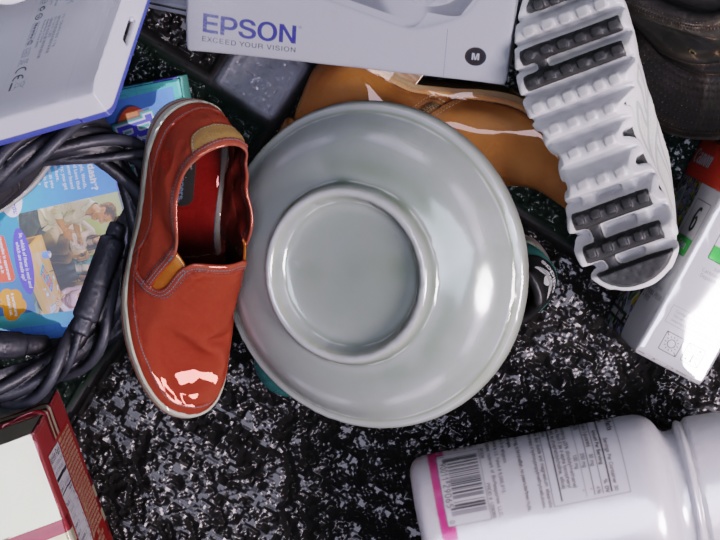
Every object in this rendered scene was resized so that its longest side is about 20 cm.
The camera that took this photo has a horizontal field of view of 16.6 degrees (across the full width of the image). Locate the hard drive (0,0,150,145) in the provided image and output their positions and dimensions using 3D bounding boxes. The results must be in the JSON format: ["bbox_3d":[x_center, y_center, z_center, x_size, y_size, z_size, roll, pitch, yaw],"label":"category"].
[{"bbox_3d":[-0.222,-0.120,1.463,0.199,0.132,0.025,-13,133,25],"label":"hard drive"}]

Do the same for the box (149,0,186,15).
[{"bbox_3d":[-0.110,-0.220,1.490,0.199,0.060,0.117,13,125,-1],"label":"box"}]

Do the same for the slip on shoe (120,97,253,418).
[{"bbox_3d":[-0.099,-0.001,1.473,0.074,0.061,0.201,-7,114,-31],"label":"slip on shoe"}]

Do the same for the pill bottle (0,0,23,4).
[{"bbox_3d":[-0.273,-0.215,1.445,0.200,0.114,0.115,15,98,35],"label":"pill bottle"}]

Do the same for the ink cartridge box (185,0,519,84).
[{"bbox_3d":[-0.001,-0.210,1.420,0.199,0.041,0.201,6,124,4],"label":"ink cartridge box"}]

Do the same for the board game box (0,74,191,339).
[{"bbox_3d":[-0.192,-0.031,1.543,0.199,0.045,0.153,-10,96,2],"label":"board game box"}]

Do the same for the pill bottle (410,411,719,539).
[{"bbox_3d":[0.138,0.152,1.524,0.199,0.113,0.114,-11,96,3],"label":"pill bottle"}]

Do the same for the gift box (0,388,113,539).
[{"bbox_3d":[-0.247,0.200,1.502,0.186,0.185,0.201,-18,92,1],"label":"gift box"}]

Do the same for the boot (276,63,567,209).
[{"bbox_3d":[0.046,-0.058,1.527,0.200,0.074,0.155,40,98,3],"label":"boot"}]

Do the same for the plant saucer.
[{"bbox_3d":[0.000,0.000,1.474,0.199,0.050,0.201,4,100,22],"label":"plant saucer"}]

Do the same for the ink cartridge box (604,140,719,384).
[{"bbox_3d":[0.224,-0.037,1.501,0.050,0.109,0.200,27,96,-8],"label":"ink cartridge box"}]

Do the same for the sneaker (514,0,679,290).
[{"bbox_3d":[0.143,-0.088,1.452,0.075,0.081,0.201,-13,89,21],"label":"sneaker"}]

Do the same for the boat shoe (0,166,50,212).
[{"bbox_3d":[-0.251,-0.055,1.488,0.200,0.060,0.074,-39,92,4],"label":"boat shoe"}]

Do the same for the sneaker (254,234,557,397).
[{"bbox_3d":[0.026,0.029,1.527,0.199,0.080,0.072,-22,98,4],"label":"sneaker"}]

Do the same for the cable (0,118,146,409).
[{"bbox_3d":[-0.193,-0.005,1.470,0.200,0.051,0.163,-32,118,-12],"label":"cable"}]

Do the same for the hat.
[{"bbox_3d":[0.203,-0.170,1.455,0.200,0.081,0.201,-2,87,36],"label":"hat"}]
